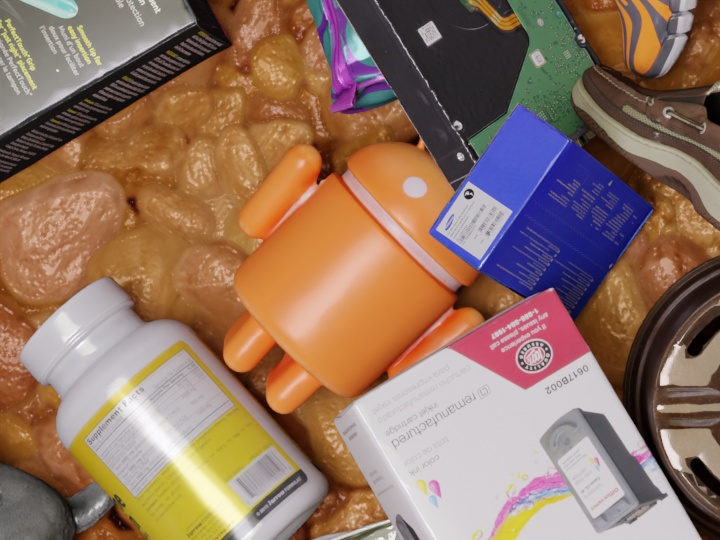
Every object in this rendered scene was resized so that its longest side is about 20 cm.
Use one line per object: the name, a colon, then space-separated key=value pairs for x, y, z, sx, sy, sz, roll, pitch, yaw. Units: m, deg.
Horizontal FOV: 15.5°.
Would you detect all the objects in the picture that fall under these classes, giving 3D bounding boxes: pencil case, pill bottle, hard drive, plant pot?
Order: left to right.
pill bottle: x=-0.123 y=0.103 z=1.696 sx=0.112 sy=0.112 sz=0.200 roll=-43 pitch=83 yaw=5
pencil case: x=-0.011 y=-0.204 z=1.698 sx=0.085 sy=0.092 sz=0.201 roll=-24 pitch=85 yaw=45
hard drive: x=0.068 y=-0.150 z=1.658 sx=0.140 sy=0.038 sz=0.200 roll=-37 pitch=96 yaw=-38
plant pot: x=0.253 y=0.078 z=1.599 sx=0.200 sy=0.198 sz=0.201 roll=0 pitch=87 yaw=9

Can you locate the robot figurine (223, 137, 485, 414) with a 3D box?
robot figurine: x=-0.001 y=-0.001 z=1.679 sx=0.200 sy=0.117 sz=0.144 roll=-44 pitch=59 yaw=5

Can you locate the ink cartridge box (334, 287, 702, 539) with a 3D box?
ink cartridge box: x=0.098 y=0.133 z=1.572 sx=0.147 sy=0.086 sz=0.200 roll=-30 pitch=84 yaw=-13

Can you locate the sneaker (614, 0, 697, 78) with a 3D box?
sneaker: x=0.152 y=-0.212 z=1.646 sx=0.112 sy=0.078 sz=0.201 roll=-3 pitch=120 yaw=-9

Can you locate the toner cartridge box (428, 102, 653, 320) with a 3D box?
toner cartridge box: x=0.114 y=-0.031 z=1.620 sx=0.043 sy=0.200 sz=0.095 roll=38 pitch=94 yaw=23

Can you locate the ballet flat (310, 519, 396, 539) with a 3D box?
ballet flat: x=0.030 y=0.183 z=1.695 sx=0.199 sy=0.069 sz=0.070 roll=-16 pitch=86 yaw=7

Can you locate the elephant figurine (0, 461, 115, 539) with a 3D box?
elephant figurine: x=-0.292 y=0.143 z=1.703 sx=0.200 sy=0.155 sz=0.141 roll=46 pitch=117 yaw=-2

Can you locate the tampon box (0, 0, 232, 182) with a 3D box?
tampon box: x=-0.211 y=-0.166 z=1.709 sx=0.200 sy=0.126 sz=0.150 roll=-29 pitch=85 yaw=6

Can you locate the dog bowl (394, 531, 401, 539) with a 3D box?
dog bowl: x=0.108 y=0.185 z=1.647 sx=0.199 sy=0.059 sz=0.201 roll=2 pitch=81 yaw=-15

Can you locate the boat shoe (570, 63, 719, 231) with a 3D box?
boat shoe: x=0.210 y=-0.083 z=1.600 sx=0.202 sy=0.075 sz=0.075 roll=42 pitch=110 yaw=39
